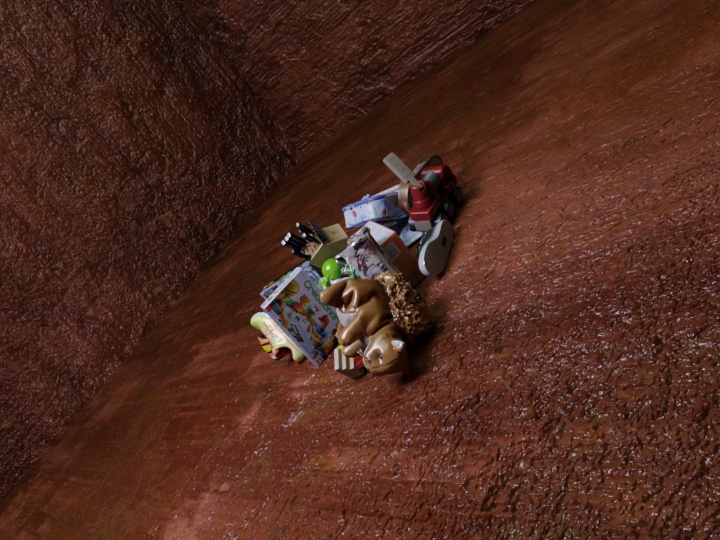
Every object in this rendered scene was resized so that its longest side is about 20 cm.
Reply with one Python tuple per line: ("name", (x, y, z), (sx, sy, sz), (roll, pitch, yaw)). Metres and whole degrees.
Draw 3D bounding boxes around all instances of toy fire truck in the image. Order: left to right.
("toy fire truck", (0.158, -0.221, 1.362), (0.126, 0.203, 0.177), (2, 40, 35))

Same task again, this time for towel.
("towel", (0.128, -0.245, 1.645), (0.198, 0.033, 0.189), (-24, 5, -38))

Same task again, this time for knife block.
("knife block", (-0.120, -0.046, 1.439), (0.172, 0.203, 0.064), (-21, 48, -19))

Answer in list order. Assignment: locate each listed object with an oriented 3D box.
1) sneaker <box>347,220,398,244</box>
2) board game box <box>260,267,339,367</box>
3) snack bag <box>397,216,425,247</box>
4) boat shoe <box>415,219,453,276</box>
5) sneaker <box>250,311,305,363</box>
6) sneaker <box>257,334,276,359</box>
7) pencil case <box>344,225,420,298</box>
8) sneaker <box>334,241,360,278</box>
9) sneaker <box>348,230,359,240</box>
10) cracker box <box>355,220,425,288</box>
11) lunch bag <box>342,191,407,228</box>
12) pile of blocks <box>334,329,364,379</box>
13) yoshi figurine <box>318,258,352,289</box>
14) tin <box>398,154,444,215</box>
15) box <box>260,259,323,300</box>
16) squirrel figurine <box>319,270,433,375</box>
("sneaker", (0.043, -0.071, 1.467), (0.074, 0.092, 0.198), (-10, 14, 46))
("board game box", (-0.124, 0.110, 1.255), (0.127, 0.201, 0.034), (-47, 24, -17))
("snack bag", (0.141, -0.120, 1.497), (0.187, 0.021, 0.201), (-37, 24, 16))
("boat shoe", (0.165, -0.045, 1.243), (0.063, 0.071, 0.201), (-24, 19, 35))
("sneaker", (-0.213, 0.173, 1.376), (0.197, 0.078, 0.092), (20, 72, 27))
("sneaker", (-0.194, 0.144, 1.471), (0.200, 0.090, 0.070), (-46, 21, -11))
("pencil case", (0.044, 0.002, 1.166), (0.089, 0.201, 0.078), (-34, 5, 41))
("sneaker", (0.000, 0.000, 1.295), (0.087, 0.078, 0.200), (-27, 34, -15))
("sneaker", (-0.026, -0.028, 1.573), (0.200, 0.074, 0.088), (-46, 38, 5))
("cracker box", (0.070, -0.041, 1.305), (0.057, 0.135, 0.200), (-40, 20, -4))
("lunch bag", (0.048, -0.167, 1.493), (0.197, 0.077, 0.158), (-12, 0, -43))
("pile of blocks", (-0.001, 0.139, 1.146), (0.061, 0.082, 0.202), (-28, 24, 30))
("yoshi figurine", (-0.046, 0.022, 1.376), (0.198, 0.112, 0.113), (15, 68, 52))
("tin", (0.173, -0.235, 1.473), (0.041, 0.113, 0.201), (10, 50, 40))
("box", (-0.171, 0.061, 1.528), (0.198, 0.137, 0.040), (-29, 26, 28))
("squirrel figurine", (0.049, 0.101, 1.018), (0.197, 0.143, 0.187), (-27, 46, -16))
